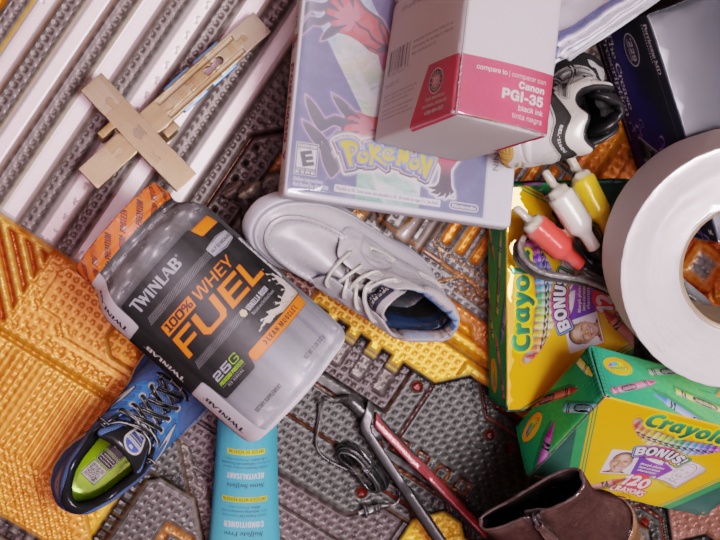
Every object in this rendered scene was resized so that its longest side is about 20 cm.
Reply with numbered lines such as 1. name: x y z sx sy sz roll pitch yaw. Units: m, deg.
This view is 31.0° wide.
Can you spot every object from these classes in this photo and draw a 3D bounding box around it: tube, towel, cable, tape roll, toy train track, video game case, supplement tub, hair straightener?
1. tube: -0.102 0.216 1.148 0.077 0.050 0.201 2 101 2
2. towel: 0.164 -0.274 1.096 0.147 0.024 0.200 -33 63 -8
3. cable: 0.207 0.002 1.091 0.097 0.050 0.200 -44 89 -7
4. tape roll: 0.300 -0.011 1.046 0.202 0.071 0.203 0 104 -1
5. toy train track: -0.157 -0.143 1.105 0.200 0.033 0.115 -44 95 -10
6. video game case: 0.038 -0.136 1.062 0.200 0.023 0.183 7 84 -19
7. supplement tub: -0.121 0.031 1.041 0.200 0.123 0.123 41 87 -3
8. hair straightener: 0.025 0.191 1.168 0.077 0.041 0.200 -42 102 -4

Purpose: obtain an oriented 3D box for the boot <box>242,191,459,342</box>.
1. boot: 0.000 0.000 1.079 0.200 0.096 0.074 20 108 -36

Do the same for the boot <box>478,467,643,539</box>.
1. boot: 0.136 0.238 1.125 0.200 0.072 0.166 -30 140 17

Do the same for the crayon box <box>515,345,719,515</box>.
1. crayon box: 0.251 0.142 1.127 0.200 0.058 0.119 15 131 -23

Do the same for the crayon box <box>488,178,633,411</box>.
1. crayon box: 0.178 0.020 1.163 0.118 0.058 0.201 -3 97 -11

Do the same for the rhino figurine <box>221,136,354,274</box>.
1. rhino figurine: -0.075 -0.042 1.114 0.200 0.060 0.087 -42 112 -1

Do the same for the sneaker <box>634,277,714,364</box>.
1. sneaker: 0.295 0.091 1.172 0.075 0.115 0.200 -22 99 -8

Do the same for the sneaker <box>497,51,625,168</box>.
1. sneaker: 0.185 -0.134 1.093 0.087 0.200 0.076 -1 116 28

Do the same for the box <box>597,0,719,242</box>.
1. box: 0.286 -0.135 1.134 0.079 0.141 0.200 -22 99 -9

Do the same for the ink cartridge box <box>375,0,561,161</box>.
1. ink cartridge box: 0.086 -0.196 0.994 0.083 0.146 0.201 10 83 -21

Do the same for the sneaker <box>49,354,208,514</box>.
1. sneaker: -0.181 0.132 1.097 0.079 0.089 0.200 41 85 -13
